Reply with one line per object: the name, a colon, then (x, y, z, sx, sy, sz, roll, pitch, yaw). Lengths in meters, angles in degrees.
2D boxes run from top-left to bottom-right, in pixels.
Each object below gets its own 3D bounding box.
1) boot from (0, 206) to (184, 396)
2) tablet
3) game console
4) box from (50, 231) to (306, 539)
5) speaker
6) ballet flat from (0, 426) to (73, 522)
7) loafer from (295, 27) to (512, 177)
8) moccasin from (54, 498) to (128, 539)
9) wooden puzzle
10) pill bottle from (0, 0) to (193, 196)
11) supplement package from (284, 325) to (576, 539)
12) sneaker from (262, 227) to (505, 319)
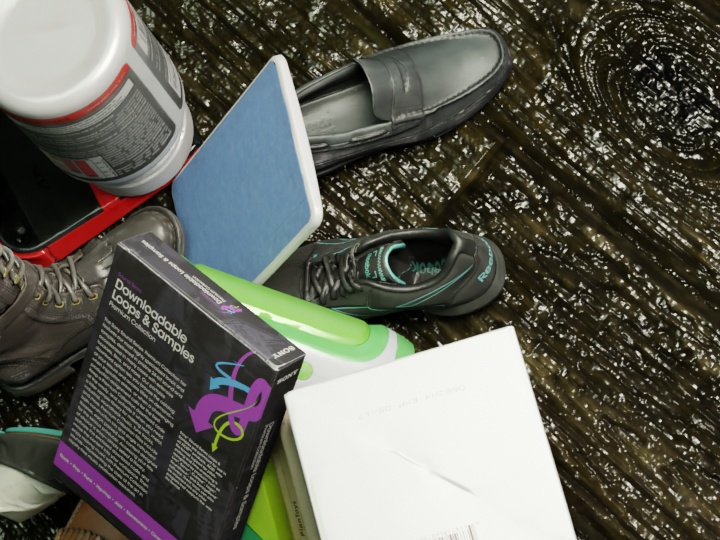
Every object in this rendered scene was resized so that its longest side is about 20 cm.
boot: (-0.227, 0.013, 1.566, 0.200, 0.174, 0.069, -43, 66, 3)
tablet: (-0.082, -0.049, 1.560, 0.014, 0.200, 0.131, -1, 65, -30)
game console: (-0.233, -0.118, 1.698, 0.176, 0.031, 0.201, -32, 68, 1)
box: (-0.121, 0.094, 1.425, 0.143, 0.036, 0.201, 37, 128, 23)
speaker: (-0.067, 0.053, 1.516, 0.198, 0.088, 0.089, 19, 79, -10)
ballet flat: (-0.255, 0.143, 1.590, 0.199, 0.068, 0.069, 7, 74, 43)
loafer: (0.016, -0.124, 1.583, 0.199, 0.070, 0.069, -24, 67, -3)
moccasin: (-0.208, 0.231, 1.558, 0.073, 0.078, 0.202, 26, 81, 23)
wooden puzzle: (-0.097, 0.169, 1.478, 0.199, 0.037, 0.187, -4, 105, 46)
pill bottle: (-0.190, -0.129, 1.566, 0.115, 0.200, 0.117, -4, 71, 11)
supplement package: (0.052, 0.153, 1.419, 0.150, 0.200, 0.152, -16, 70, 1)
sneaker: (0.000, 0.000, 1.559, 0.198, 0.079, 0.076, -11, 72, 16)
